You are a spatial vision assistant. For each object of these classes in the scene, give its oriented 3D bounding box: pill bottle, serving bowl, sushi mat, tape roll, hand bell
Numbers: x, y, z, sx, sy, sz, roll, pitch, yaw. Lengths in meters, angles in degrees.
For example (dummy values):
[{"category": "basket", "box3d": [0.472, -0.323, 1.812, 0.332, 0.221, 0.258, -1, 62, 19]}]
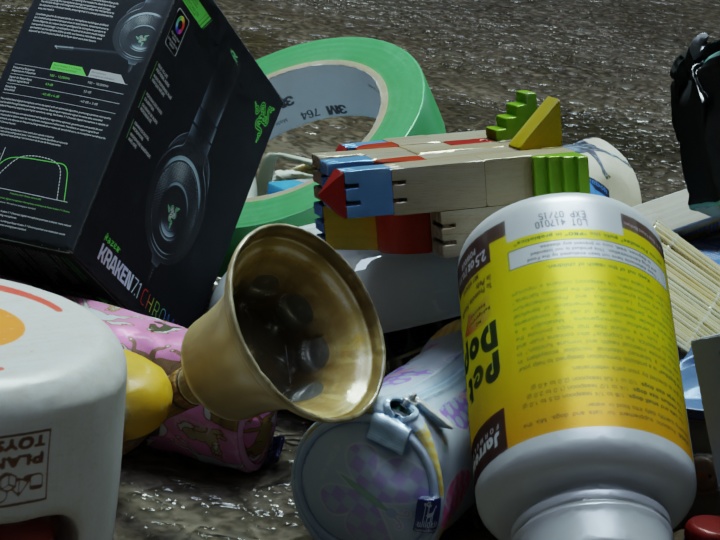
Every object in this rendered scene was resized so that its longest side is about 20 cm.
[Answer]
[{"category": "pill bottle", "box3d": [0.108, 0.068, 1.245, 0.109, 0.109, 0.200, 4, 53, -10]}, {"category": "serving bowl", "box3d": [0.000, 0.000, 1.509, 0.200, 0.066, 0.200, -11, 3, 1]}, {"category": "sushi mat", "box3d": [0.239, 0.047, 1.474, 0.200, 0.012, 0.096, 35, 40, 3]}, {"category": "tape roll", "box3d": [-0.043, -0.077, 1.667, 0.200, 0.048, 0.201, -16, 36, 12]}, {"category": "hand bell", "box3d": [-0.094, 0.063, 1.265, 0.200, 0.104, 0.104, -29, -8, 37]}]

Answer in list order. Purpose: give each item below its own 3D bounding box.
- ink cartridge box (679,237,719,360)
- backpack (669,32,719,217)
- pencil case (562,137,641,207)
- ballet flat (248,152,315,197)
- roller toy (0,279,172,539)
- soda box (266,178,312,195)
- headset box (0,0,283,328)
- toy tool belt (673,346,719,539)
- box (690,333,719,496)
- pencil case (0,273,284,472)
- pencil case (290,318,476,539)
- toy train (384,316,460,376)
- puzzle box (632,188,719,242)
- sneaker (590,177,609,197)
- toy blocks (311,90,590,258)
[{"category": "ink cartridge box", "box3d": [0.243, 0.033, 1.603, 0.200, 0.076, 0.136, -5, 20, -39]}, {"category": "backpack", "box3d": [0.277, -0.064, 1.320, 0.200, 0.154, 0.176, -10, -4, 0]}, {"category": "pencil case", "box3d": [0.105, -0.035, 1.710, 0.200, 0.090, 0.078, -14, 22, -35]}, {"category": "ballet flat", "box3d": [-0.075, -0.049, 1.762, 0.071, 0.071, 0.200, 20, 22, 38]}, {"category": "roller toy", "box3d": [-0.200, 0.077, 1.162, 0.200, 0.140, 0.182, 10, 18, 8]}, {"category": "soda box", "box3d": [0.030, -0.031, 1.748, 0.200, 0.064, 0.068, -6, 21, -38]}, {"category": "headset box", "box3d": [-0.138, -0.071, 1.465, 0.093, 0.200, 0.174, 12, -20, 23]}, {"category": "toy tool belt", "box3d": [0.195, 0.088, 1.314, 0.125, 0.123, 0.200, 10, 17, 11]}, {"category": "box", "box3d": [0.258, 0.095, 1.259, 0.200, 0.156, 0.041, -10, -2, -41]}, {"category": "pencil case", "box3d": [-0.136, 0.053, 1.373, 0.200, 0.083, 0.087, 11, -26, 15]}, {"category": "pencil case", "box3d": [0.036, 0.085, 1.317, 0.083, 0.091, 0.200, 12, 17, 19]}, {"category": "toy train", "box3d": [0.022, 0.053, 1.499, 0.034, 0.046, 0.200, -9, 4, 30]}, {"category": "puzzle box", "box3d": [0.244, -0.035, 1.675, 0.200, 0.025, 0.133, -19, -15, 5]}, {"category": "sneaker", "box3d": [0.131, -0.024, 1.540, 0.078, 0.066, 0.200, -34, 35, -4]}, {"category": "toy blocks", "box3d": [0.035, -0.042, 1.375, 0.137, 0.100, 0.200, -6, 9, -9]}]
